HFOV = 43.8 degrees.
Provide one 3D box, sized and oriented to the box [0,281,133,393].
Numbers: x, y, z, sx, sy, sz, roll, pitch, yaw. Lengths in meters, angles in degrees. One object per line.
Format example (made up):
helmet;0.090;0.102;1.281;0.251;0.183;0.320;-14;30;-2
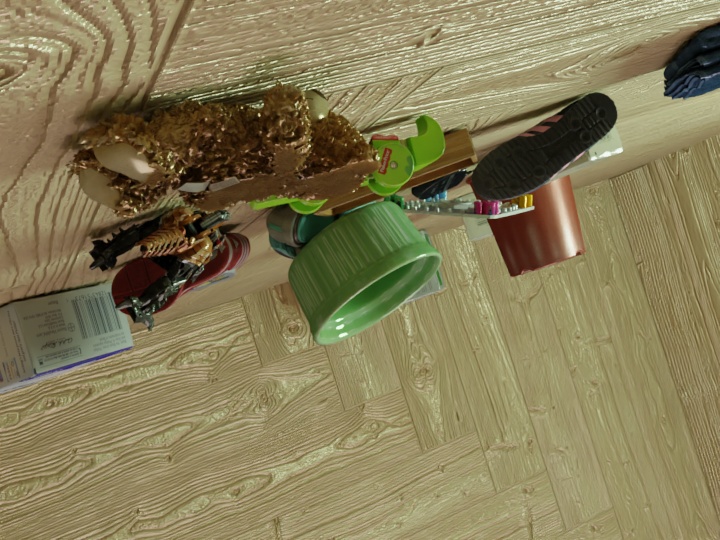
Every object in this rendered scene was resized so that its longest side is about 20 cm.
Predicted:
box;-0.465;0.104;1.288;0.198;0.107;0.183;-19;178;34

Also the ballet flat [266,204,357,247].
ballet flat;-0.049;-0.074;1.186;0.063;0.069;0.199;14;-164;32

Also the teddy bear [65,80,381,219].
teddy bear;-0.085;-0.080;0.564;0.196;0.068;0.145;-12;167;-14

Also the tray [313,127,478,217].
tray;0.040;-0.114;1.061;0.197;0.038;0.099;-20;178;10

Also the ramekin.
ramekin;0.000;0.000;1.174;0.198;0.099;0.200;-31;164;-10

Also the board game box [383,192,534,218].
board game box;0.161;-0.111;1.459;0.197;0.026;0.199;7;-169;29

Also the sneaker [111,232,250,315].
sneaker;-0.230;0.005;1.203;0.197;0.080;0.115;-18;177;23

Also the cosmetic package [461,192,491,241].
cosmetic package;0.285;-0.129;2.095;0.086;0.105;0.200;-17;180;9

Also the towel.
towel;0.403;-0.234;0.990;0.110;0.049;0.200;-20;178;10

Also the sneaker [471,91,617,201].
sneaker;0.222;-0.143;1.104;0.198;0.071;0.082;-29;179;-3

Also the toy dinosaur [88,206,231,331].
toy dinosaur;-0.193;-0.026;0.888;0.135;0.103;0.200;-33;159;1

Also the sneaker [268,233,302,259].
sneaker;-0.066;-0.052;1.293;0.090;0.079;0.198;-15;180;42

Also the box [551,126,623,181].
box;0.286;-0.172;1.330;0.081;0.070;0.199;-16;178;-34

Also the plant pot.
plant pot;0.317;-0.104;1.648;0.197;0.199;0.201;-18;179;0

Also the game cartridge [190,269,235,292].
game cartridge;-0.279;0.010;1.521;0.131;0.042;0.200;-23;179;-4

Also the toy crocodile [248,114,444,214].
toy crocodile;-0.015;-0.095;0.827;0.196;0.063;0.068;-14;178;-6

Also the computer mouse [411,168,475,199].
computer mouse;0.155;-0.153;1.276;0.197;0.034;0.059;-24;163;-21

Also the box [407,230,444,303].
box;0.146;-0.003;2.849;0.196;0.203;0.171;-18;179;9
